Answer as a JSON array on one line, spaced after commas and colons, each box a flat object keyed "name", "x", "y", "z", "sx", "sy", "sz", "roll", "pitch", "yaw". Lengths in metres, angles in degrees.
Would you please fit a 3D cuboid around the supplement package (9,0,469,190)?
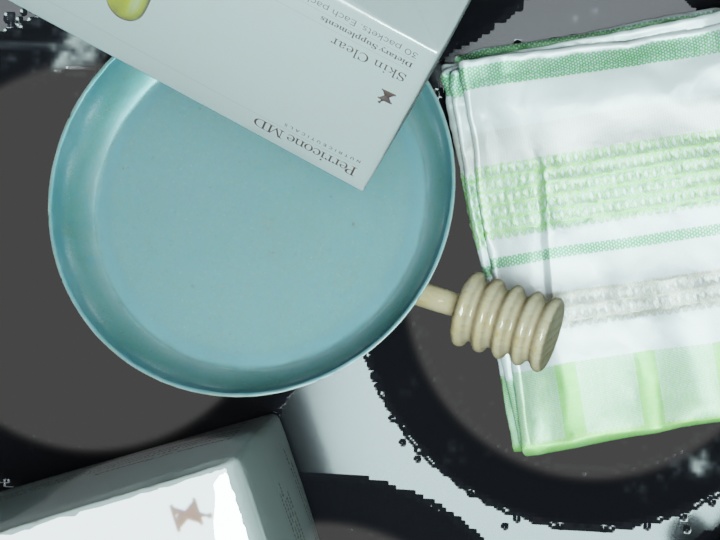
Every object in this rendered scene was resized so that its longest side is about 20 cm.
[{"name": "supplement package", "x": -0.042, "y": -0.163, "z": 1.330, "sx": 0.200, "sy": 0.111, "sz": 0.156, "roll": 28, "pitch": 53, "yaw": 0}]

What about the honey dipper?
[{"name": "honey dipper", "x": 0.000, "y": 0.000, "z": 1.407, "sx": 0.200, "sy": 0.038, "sz": 0.038, "roll": 19, "pitch": 96, "yaw": 14}]

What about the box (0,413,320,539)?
[{"name": "box", "x": -0.110, "y": 0.195, "z": 1.372, "sx": 0.200, "sy": 0.171, "sz": 0.199, "roll": -17, "pitch": 93, "yaw": 5}]

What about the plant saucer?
[{"name": "plant saucer", "x": -0.051, "y": -0.035, "z": 1.395, "sx": 0.200, "sy": 0.027, "sz": 0.200, "roll": -3, "pitch": 76, "yaw": 11}]

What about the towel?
[{"name": "towel", "x": 0.128, "y": -0.018, "z": 1.410, "sx": 0.149, "sy": 0.031, "sz": 0.200, "roll": -10, "pitch": 94, "yaw": 5}]
